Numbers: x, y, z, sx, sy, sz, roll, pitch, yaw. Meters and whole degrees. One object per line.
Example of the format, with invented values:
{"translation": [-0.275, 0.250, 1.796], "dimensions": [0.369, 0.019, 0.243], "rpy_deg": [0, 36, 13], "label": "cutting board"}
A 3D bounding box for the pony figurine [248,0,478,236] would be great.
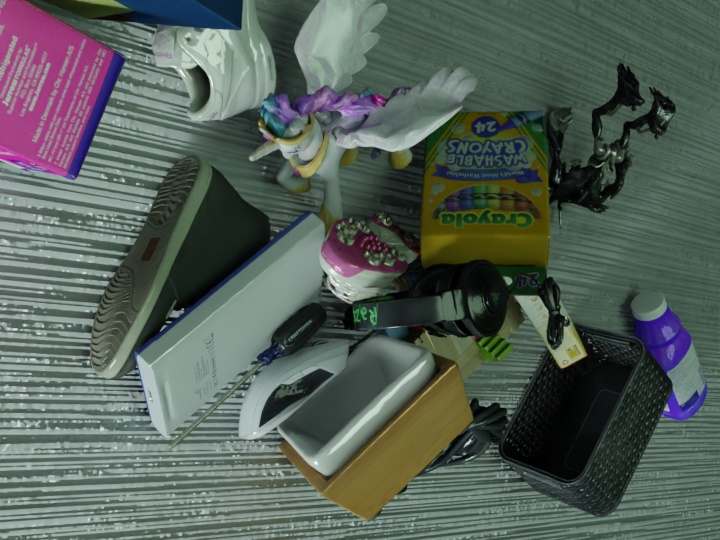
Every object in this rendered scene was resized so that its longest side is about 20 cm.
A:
{"translation": [-0.008, -0.133, 0.847], "dimensions": [0.193, 0.167, 0.200], "rpy_deg": [-43, 160, -5], "label": "pony figurine"}

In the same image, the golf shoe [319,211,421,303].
{"translation": [0.000, 0.000, 0.894], "dimensions": [0.092, 0.075, 0.200], "rpy_deg": [-52, 169, 15], "label": "golf shoe"}

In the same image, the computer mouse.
{"translation": [-0.045, 0.086, 0.914], "dimensions": [0.199, 0.109, 0.044], "rpy_deg": [-38, 100, -20], "label": "computer mouse"}

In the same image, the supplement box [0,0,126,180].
{"translation": [-0.283, -0.149, 0.654], "dimensions": [0.199, 0.101, 0.105], "rpy_deg": [27, 81, -39], "label": "supplement box"}

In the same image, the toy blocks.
{"translation": [0.089, 0.042, 1.026], "dimensions": [0.200, 0.099, 0.138], "rpy_deg": [-40, 110, -28], "label": "toy blocks"}

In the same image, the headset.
{"translation": [0.091, 0.040, 0.844], "dimensions": [0.197, 0.123, 0.096], "rpy_deg": [-10, 91, -19], "label": "headset"}

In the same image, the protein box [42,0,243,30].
{"translation": [-0.159, -0.286, 0.650], "dimensions": [0.199, 0.133, 0.203], "rpy_deg": [-41, 136, -81], "label": "protein box"}

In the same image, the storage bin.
{"translation": [0.278, 0.181, 1.172], "dimensions": [0.094, 0.134, 0.201], "rpy_deg": [43, 71, -37], "label": "storage bin"}

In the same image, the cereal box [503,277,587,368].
{"translation": [0.180, -0.004, 1.059], "dimensions": [0.039, 0.145, 0.201], "rpy_deg": [-28, 125, 12], "label": "cereal box"}

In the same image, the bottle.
{"translation": [0.432, 0.118, 1.340], "dimensions": [0.084, 0.065, 0.201], "rpy_deg": [-46, 124, -25], "label": "bottle"}

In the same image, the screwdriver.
{"translation": [-0.103, 0.092, 0.860], "dimensions": [0.199, 0.028, 0.029], "rpy_deg": [-38, 126, -32], "label": "screwdriver"}

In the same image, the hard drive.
{"translation": [-0.110, 0.048, 0.844], "dimensions": [0.200, 0.025, 0.133], "rpy_deg": [-42, 158, -28], "label": "hard drive"}

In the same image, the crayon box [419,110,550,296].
{"translation": [0.124, -0.071, 0.944], "dimensions": [0.052, 0.124, 0.202], "rpy_deg": [80, 13, -54], "label": "crayon box"}

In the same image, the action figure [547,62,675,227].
{"translation": [0.280, -0.144, 1.128], "dimensions": [0.118, 0.200, 0.103], "rpy_deg": [24, 43, -16], "label": "action figure"}

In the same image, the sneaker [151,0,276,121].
{"translation": [-0.132, -0.221, 0.786], "dimensions": [0.099, 0.074, 0.203], "rpy_deg": [-30, 116, -34], "label": "sneaker"}

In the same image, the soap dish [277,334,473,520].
{"translation": [0.009, 0.140, 0.874], "dimensions": [0.157, 0.200, 0.081], "rpy_deg": [-42, 101, -11], "label": "soap dish"}

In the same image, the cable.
{"translation": [0.079, 0.179, 0.997], "dimensions": [0.198, 0.163, 0.051], "rpy_deg": [-5, 57, -41], "label": "cable"}

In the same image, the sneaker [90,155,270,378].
{"translation": [-0.147, 0.014, 0.818], "dimensions": [0.106, 0.074, 0.202], "rpy_deg": [35, 74, -39], "label": "sneaker"}
